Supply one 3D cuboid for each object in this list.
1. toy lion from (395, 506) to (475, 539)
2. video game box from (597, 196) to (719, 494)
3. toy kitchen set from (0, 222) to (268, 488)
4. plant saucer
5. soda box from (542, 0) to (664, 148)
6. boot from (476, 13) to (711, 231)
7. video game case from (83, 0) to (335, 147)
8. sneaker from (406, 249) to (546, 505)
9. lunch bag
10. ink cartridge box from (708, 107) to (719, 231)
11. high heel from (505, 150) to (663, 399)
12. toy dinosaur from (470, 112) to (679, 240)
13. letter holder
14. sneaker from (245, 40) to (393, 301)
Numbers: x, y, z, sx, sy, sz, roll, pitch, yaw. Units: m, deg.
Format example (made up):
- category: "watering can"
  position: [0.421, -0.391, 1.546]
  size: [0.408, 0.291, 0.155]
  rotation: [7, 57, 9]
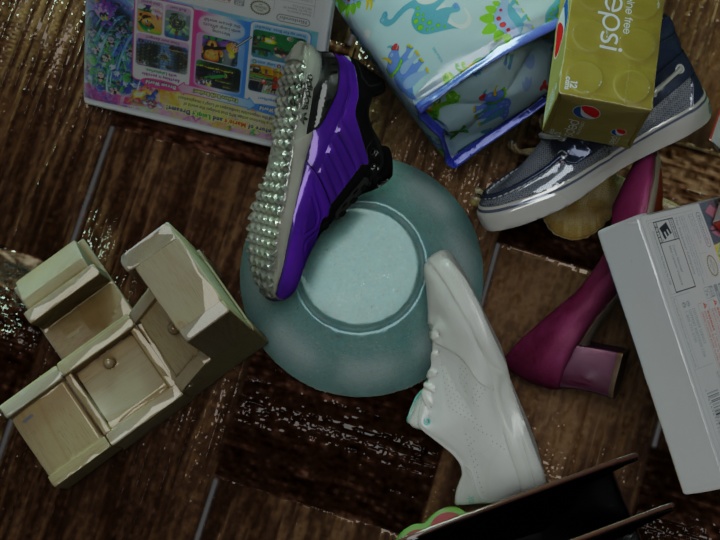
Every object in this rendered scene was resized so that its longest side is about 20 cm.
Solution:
- category: "toy lion"
  position: [0.075, 0.290, 1.095]
  size: [0.191, 0.069, 0.200]
  rotation: [-30, 80, -11]
- category: "video game box"
  position: [0.273, 0.045, 1.071]
  size: [0.182, 0.047, 0.200]
  rotation: [-13, 83, -42]
- category: "toy kitchen set"
  position: [-0.207, 0.038, 1.090]
  size: [0.200, 0.180, 0.163]
  rotation: [-36, 79, -2]
- category: "plant saucer"
  position: [0.000, 0.000, 1.159]
  size: [0.200, 0.039, 0.202]
  rotation: [0, 79, 2]
- category: "soda box"
  position: [0.179, -0.193, 1.031]
  size: [0.068, 0.064, 0.200]
  rotation: [10, 70, -1]
- category: "boot"
  position: [0.163, -0.113, 1.093]
  size: [0.200, 0.073, 0.090]
  rotation: [-30, 108, -6]
- category: "video game case"
  position: [-0.123, -0.193, 1.147]
  size: [0.199, 0.182, 0.024]
  rotation: [13, 37, 5]
- category: "sneaker"
  position: [0.072, 0.087, 1.113]
  size: [0.088, 0.075, 0.200]
  rotation: [-19, 91, 7]
- category: "lunch bag"
  position: [0.099, -0.210, 1.134]
  size: [0.200, 0.127, 0.170]
  rotation: [-36, 62, 4]
- category: "ink cartridge box"
  position: [0.313, -0.056, 1.081]
  size: [0.200, 0.050, 0.109]
  rotation: [45, 50, -21]
- category: "high heel"
  position: [0.174, -0.004, 1.122]
  size: [0.096, 0.067, 0.201]
  rotation: [14, 90, 20]
- category: "toy dinosaur"
  position: [0.189, -0.074, 1.166]
  size: [0.199, 0.058, 0.101]
  rotation: [5, 96, -1]
- category: "letter holder"
  position: [0.131, 0.205, 1.030]
  size: [0.200, 0.142, 0.101]
  rotation: [-17, 75, -15]
- category: "sneaker"
  position: [-0.024, -0.069, 1.119]
  size: [0.099, 0.070, 0.201]
  rotation: [11, 93, -23]
